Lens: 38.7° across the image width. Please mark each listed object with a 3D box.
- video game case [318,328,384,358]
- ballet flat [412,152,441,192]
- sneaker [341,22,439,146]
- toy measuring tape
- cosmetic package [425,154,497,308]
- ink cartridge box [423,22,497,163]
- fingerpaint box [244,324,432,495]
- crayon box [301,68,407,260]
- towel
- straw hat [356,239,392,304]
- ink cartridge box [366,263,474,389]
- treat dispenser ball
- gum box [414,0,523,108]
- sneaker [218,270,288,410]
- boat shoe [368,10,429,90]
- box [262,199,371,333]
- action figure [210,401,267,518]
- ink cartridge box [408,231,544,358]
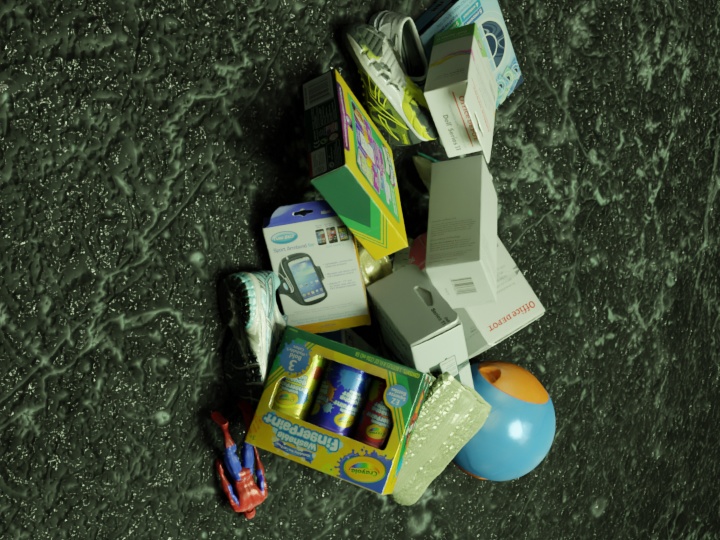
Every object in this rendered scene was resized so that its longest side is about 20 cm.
[{"bbox_3d":[0.008,0.203,1.513,0.181,0.045,0.200,42,33,-44],"label":"video game case"},{"bbox_3d":[0.145,-0.130,1.613,0.200,0.067,0.062,17,101,-47],"label":"ballet flat"},{"bbox_3d":[0.027,-0.251,1.434,0.200,0.085,0.074,53,42,-15],"label":"sneaker"},{"bbox_3d":[0.065,0.044,1.580,0.074,0.074,0.200,-5,107,-45],"label":"toy measuring tape"},{"bbox_3d":[0.150,-0.057,1.487,0.108,0.085,0.200,62,26,-47],"label":"cosmetic package"},{"bbox_3d":[0.141,-0.243,1.436,0.200,0.067,0.117,-77,149,-47],"label":"ink cartridge box"},{"bbox_3d":[-0.029,0.184,1.357,0.073,0.200,0.167,42,68,-74],"label":"fingerpaint box"},{"bbox_3d":[-0.009,-0.142,1.370,0.173,0.058,0.200,52,23,-42],"label":"crayon box"},{"bbox_3d":[0.087,0.237,1.430,0.200,0.036,0.148,-48,133,5],"label":"towel"},{"bbox_3d":[0.000,0.000,1.490,0.201,0.085,0.201,-17,114,-42],"label":"straw hat"},{"bbox_3d":[0.089,0.112,1.467,0.083,0.147,0.200,-26,134,-11],"label":"ink cartridge box"},{"bbox_3d":[0.225,0.252,1.719,0.201,0.201,0.201,-17,115,-41],"label":"treat dispenser ball"},{"bbox_3d":[0.161,-0.326,1.577,0.170,0.045,0.200,-47,131,-23],"label":"gum box"},{"bbox_3d":[-0.133,0.094,1.394,0.086,0.078,0.200,-20,117,-44],"label":"sneaker"},{"bbox_3d":[0.068,-0.278,1.481,0.074,0.067,0.200,-46,131,-25],"label":"boat shoe"},{"bbox_3d":[-0.060,-0.008,1.410,0.119,0.041,0.200,-9,116,4],"label":"box"},{"bbox_3d":[-0.167,0.273,1.435,0.065,0.052,0.200,-22,125,-27],"label":"action figure"},{"bbox_3d":[0.171,0.022,1.597,0.146,0.083,0.200,-26,80,-38],"label":"ink cartridge box"}]
